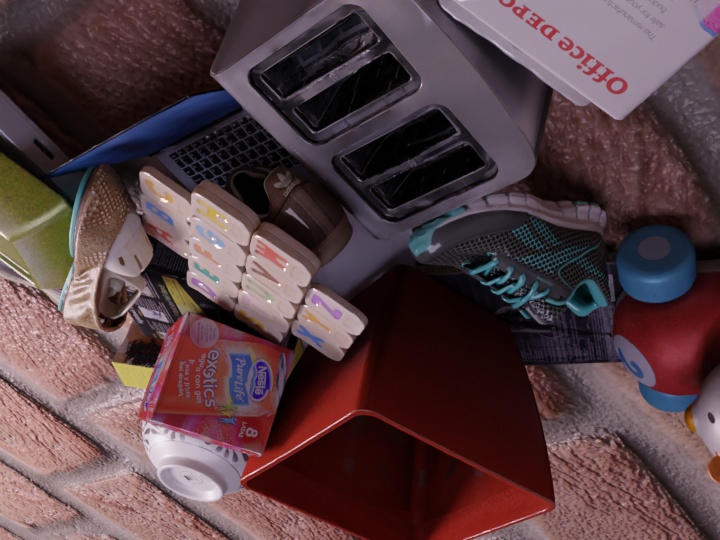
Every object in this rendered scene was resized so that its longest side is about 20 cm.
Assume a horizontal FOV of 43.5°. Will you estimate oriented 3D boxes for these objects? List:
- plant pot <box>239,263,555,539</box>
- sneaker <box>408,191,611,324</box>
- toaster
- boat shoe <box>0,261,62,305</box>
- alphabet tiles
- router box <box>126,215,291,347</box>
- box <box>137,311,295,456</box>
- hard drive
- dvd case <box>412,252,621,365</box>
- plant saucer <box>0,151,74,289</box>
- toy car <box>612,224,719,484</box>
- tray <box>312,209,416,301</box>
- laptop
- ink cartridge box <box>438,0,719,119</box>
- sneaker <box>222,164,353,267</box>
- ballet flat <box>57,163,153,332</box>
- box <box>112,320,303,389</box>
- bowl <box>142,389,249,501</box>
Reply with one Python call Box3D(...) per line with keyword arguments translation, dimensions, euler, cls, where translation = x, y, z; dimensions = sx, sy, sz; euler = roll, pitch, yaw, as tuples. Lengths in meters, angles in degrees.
Box3D(translation=(0.038, 0.118, 0.802), dimensions=(0.199, 0.178, 0.199), euler=(29, 139, -22), cls="plant pot")
Box3D(translation=(0.124, -0.005, 0.677), dimensions=(0.198, 0.092, 0.077), euler=(0, 161, -35), cls="sneaker")
Box3D(translation=(0.026, -0.135, 0.609), dimensions=(0.199, 0.120, 0.181), euler=(-22, 128, 38), cls="toaster")
Box3D(translation=(-0.317, -0.013, 0.926), dimensions=(0.064, 0.073, 0.200), euler=(-25, 128, 33), cls="boat shoe")
Box3D(translation=(-0.087, 0.002, 0.679), dimensions=(0.195, 0.015, 0.200), euler=(35, 158, 1), cls="alphabet tiles")
Box3D(translation=(-0.154, 0.024, 0.878), dimensions=(0.155, 0.053, 0.201), euler=(13, 156, 7), cls="router box")
Box3D(translation=(-0.138, 0.107, 0.827), dimensions=(0.102, 0.096, 0.200), euler=(21, 166, -14), cls="box")
Box3D(translation=(-0.318, -0.103, 0.793), dimensions=(0.199, 0.026, 0.132), euler=(8, 146, 49), cls="hard drive")
Box3D(translation=(0.142, 0.042, 0.837), dimensions=(0.197, 0.016, 0.149), euler=(-4, 140, 18), cls="dvd case")
Box3D(translation=(-0.328, -0.060, 0.783), dimensions=(0.199, 0.048, 0.200), euler=(35, 160, 3), cls="plant saucer")
Box3D(translation=(0.288, 0.091, 0.700), dimensions=(0.175, 0.202, 0.185), euler=(-6, 135, 20), cls="toy car")
Box3D(translation=(0.000, 0.000, 0.837), dimensions=(0.106, 0.022, 0.201), euler=(-5, 139, 5), cls="tray")
Box3D(translation=(-0.112, -0.073, 0.736), dimensions=(0.186, 0.117, 0.200), euler=(-17, 130, 36), cls="laptop")
Box3D(translation=(0.143, -0.195, 0.477), dimensions=(0.128, 0.126, 0.200), euler=(31, 135, -16), cls="ink cartridge box")
Box3D(translation=(-0.077, -0.051, 0.689), dimensions=(0.076, 0.071, 0.199), euler=(53, 156, -24), cls="sneaker")
Box3D(translation=(-0.201, -0.011, 0.731), dimensions=(0.065, 0.071, 0.200), euler=(25, 146, -6), cls="ballet flat")
Box3D(translation=(-0.166, 0.101, 0.993), dimensions=(0.197, 0.076, 0.050), euler=(7, 140, 12), cls="box")
Box3D(translation=(-0.199, 0.229, 1.140), dimensions=(0.198, 0.095, 0.202), euler=(11, 141, 9), cls="bowl")
